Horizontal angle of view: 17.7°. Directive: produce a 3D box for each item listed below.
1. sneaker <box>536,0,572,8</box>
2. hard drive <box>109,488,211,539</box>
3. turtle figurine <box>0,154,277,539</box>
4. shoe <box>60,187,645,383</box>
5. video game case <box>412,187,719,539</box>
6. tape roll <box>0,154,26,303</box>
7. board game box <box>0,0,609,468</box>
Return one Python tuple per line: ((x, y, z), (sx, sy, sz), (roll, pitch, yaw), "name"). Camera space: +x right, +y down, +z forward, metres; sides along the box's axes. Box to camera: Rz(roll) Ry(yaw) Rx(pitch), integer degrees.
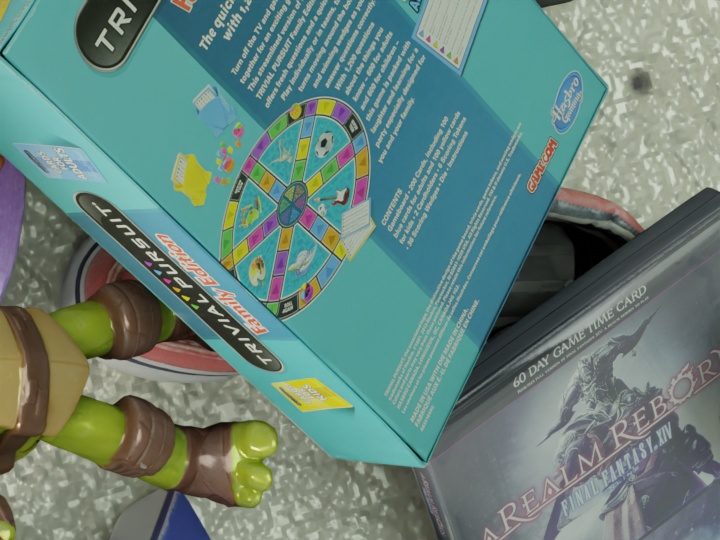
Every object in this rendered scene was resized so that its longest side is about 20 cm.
((0.012, -0.107, 0.813), (0.200, 0.076, 0.091), (-41, 116, -6), "sneaker")
((-0.028, 0.178, 0.776), (0.025, 0.132, 0.201), (-28, 99, 6), "hard drive")
((-0.103, 0.042, 0.714), (0.161, 0.064, 0.201), (7, 59, -41), "turtle figurine")
((0.000, 0.000, 0.812), (0.199, 0.091, 0.072), (-3, 89, -21), "shoe")
((0.095, 0.086, 0.833), (0.143, 0.019, 0.200), (-34, 131, -18), "video game case")
((-0.212, -0.028, 0.748), (0.199, 0.066, 0.201), (1, 88, -21), "tape roll")
((-0.021, -0.059, 0.702), (0.200, 0.047, 0.151), (45, 60, -34), "board game box")
